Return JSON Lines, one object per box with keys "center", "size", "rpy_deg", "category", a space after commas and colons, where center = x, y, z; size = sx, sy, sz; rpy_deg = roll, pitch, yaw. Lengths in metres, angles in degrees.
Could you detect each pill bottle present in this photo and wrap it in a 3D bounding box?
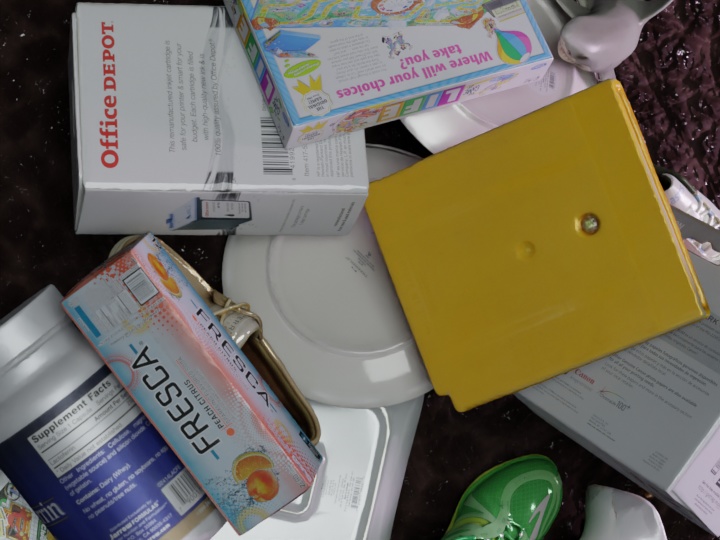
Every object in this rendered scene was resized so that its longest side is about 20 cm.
{"center": [-0.186, 0.115, 1.472], "size": [0.116, 0.116, 0.200], "rpy_deg": [-38, 96, -15], "category": "pill bottle"}

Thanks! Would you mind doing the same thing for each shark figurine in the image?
{"center": [0.196, -0.215, 1.626], "size": [0.128, 0.089, 0.215], "rpy_deg": [44, 32, -36], "category": "shark figurine"}

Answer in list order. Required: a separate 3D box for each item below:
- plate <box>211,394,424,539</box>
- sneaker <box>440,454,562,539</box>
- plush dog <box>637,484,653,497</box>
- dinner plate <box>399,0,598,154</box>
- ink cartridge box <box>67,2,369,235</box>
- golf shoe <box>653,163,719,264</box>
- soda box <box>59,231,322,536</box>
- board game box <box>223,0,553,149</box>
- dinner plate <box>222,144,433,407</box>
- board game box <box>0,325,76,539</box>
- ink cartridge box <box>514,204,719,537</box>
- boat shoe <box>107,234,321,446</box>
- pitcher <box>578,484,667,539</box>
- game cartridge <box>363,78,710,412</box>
{"center": [-0.060, 0.149, 1.577], "size": [0.200, 0.032, 0.200], "rpy_deg": [15, 82, -16], "category": "plate"}
{"center": [0.086, 0.212, 1.585], "size": [0.200, 0.084, 0.074], "rpy_deg": [-40, 105, -26], "category": "sneaker"}
{"center": [0.286, 0.103, 1.616], "size": [0.172, 0.200, 0.161], "rpy_deg": [0, 55, -45], "category": "plush dog"}
{"center": [0.096, -0.158, 1.578], "size": [0.200, 0.024, 0.200], "rpy_deg": [12, 65, -28], "category": "dinner plate"}
{"center": [-0.103, -0.105, 1.521], "size": [0.200, 0.086, 0.147], "rpy_deg": [0, 68, -11], "category": "ink cartridge box"}
{"center": [0.240, -0.025, 1.603], "size": [0.200, 0.097, 0.078], "rpy_deg": [32, 73, 21], "category": "golf shoe"}
{"center": [-0.111, 0.074, 1.444], "size": [0.064, 0.068, 0.200], "rpy_deg": [-35, 96, 13], "category": "soda box"}
{"center": [0.017, -0.173, 1.513], "size": [0.200, 0.034, 0.135], "rpy_deg": [-16, 70, -19], "category": "board game box"}
{"center": [0.000, 0.000, 1.569], "size": [0.200, 0.024, 0.200], "rpy_deg": [1, 73, -2], "category": "dinner plate"}
{"center": [-0.235, 0.139, 1.527], "size": [0.105, 0.023, 0.200], "rpy_deg": [-9, 89, -16], "category": "board game box"}
{"center": [0.218, 0.058, 1.524], "size": [0.176, 0.200, 0.084], "rpy_deg": [-52, 134, -3], "category": "ink cartridge box"}
{"center": [-0.095, 0.052, 1.509], "size": [0.200, 0.069, 0.074], "rpy_deg": [53, 44, -11], "category": "boat shoe"}
{"center": [0.167, 0.286, 1.605], "size": [0.200, 0.121, 0.172], "rpy_deg": [-48, 116, -25], "category": "pitcher"}
{"center": [0.118, -0.014, 1.498], "size": [0.200, 0.032, 0.176], "rpy_deg": [-22, 84, 20], "category": "game cartridge"}
